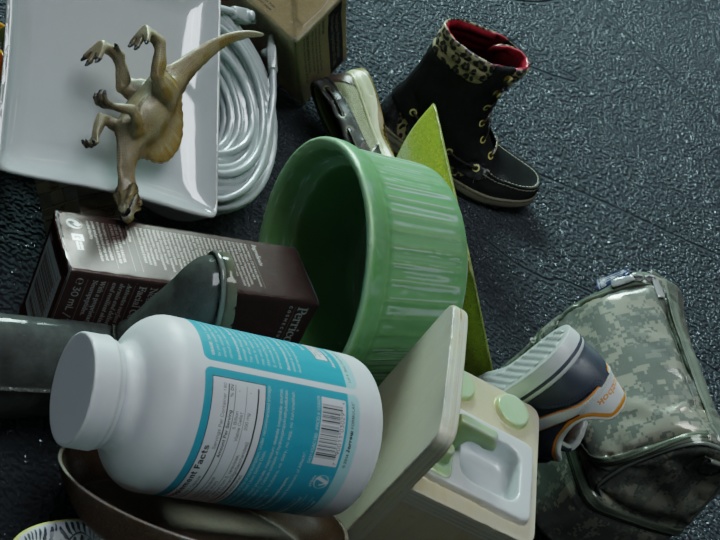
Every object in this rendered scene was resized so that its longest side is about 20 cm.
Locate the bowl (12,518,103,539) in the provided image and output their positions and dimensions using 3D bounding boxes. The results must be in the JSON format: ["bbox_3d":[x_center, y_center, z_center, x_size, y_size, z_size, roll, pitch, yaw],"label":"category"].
[{"bbox_3d":[-0.122,0.230,0.768,0.199,0.095,0.201,18,4,-1],"label":"bowl"}]

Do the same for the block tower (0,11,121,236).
[{"bbox_3d":[-0.221,-0.095,1.003,0.058,0.054,0.202,-17,95,-48],"label":"block tower"}]

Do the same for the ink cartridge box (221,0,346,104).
[{"bbox_3d":[-0.105,-0.276,1.259,0.200,0.165,0.075,43,81,8],"label":"ink cartridge box"}]

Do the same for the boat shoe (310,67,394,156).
[{"bbox_3d":[-0.003,-0.102,1.250,0.064,0.073,0.202,-10,62,-12],"label":"boat shoe"}]

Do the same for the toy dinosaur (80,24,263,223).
[{"bbox_3d":[-0.156,-0.133,0.974,0.101,0.058,0.201,54,54,-44],"label":"toy dinosaur"}]

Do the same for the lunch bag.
[{"bbox_3d":[0.222,0.118,1.095,0.139,0.168,0.201,25,38,-31],"label":"lunch bag"}]

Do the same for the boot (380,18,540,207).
[{"bbox_3d":[0.125,-0.158,1.327,0.199,0.151,0.074,27,39,-11],"label":"boot"}]

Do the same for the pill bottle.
[{"bbox_3d":[-0.092,0.091,0.829,0.198,0.111,0.112,15,42,-32],"label":"pill bottle"}]

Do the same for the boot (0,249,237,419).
[{"bbox_3d":[-0.200,0.043,0.867,0.198,0.183,0.073,16,30,-30],"label":"boot"}]

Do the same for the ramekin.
[{"bbox_3d":[0.000,0.000,1.030,0.097,0.201,0.201,6,47,-28],"label":"ramekin"}]

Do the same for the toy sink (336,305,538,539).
[{"bbox_3d":[0.056,0.147,0.927,0.111,0.200,0.131,27,38,-14],"label":"toy sink"}]

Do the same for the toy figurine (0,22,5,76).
[{"bbox_3d":[-0.285,-0.173,1.069,0.183,0.150,0.202,8,61,-44],"label":"toy figurine"}]

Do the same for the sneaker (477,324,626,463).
[{"bbox_3d":[0.125,0.118,1.022,0.079,0.200,0.079,42,53,-7],"label":"sneaker"}]

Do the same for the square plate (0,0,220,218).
[{"bbox_3d":[-0.189,-0.151,0.988,0.199,0.028,0.200,12,72,-45],"label":"square plate"}]

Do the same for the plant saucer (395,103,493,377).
[{"bbox_3d":[0.073,-0.007,1.145,0.047,0.201,0.201,-12,48,4],"label":"plant saucer"}]

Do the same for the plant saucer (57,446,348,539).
[{"bbox_3d":[-0.106,0.161,0.856,0.198,0.035,0.200,17,4,-1],"label":"plant saucer"}]

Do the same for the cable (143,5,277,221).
[{"bbox_3d":[-0.151,-0.143,1.112,0.199,0.069,0.202,16,65,-50],"label":"cable"}]

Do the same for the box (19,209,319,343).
[{"bbox_3d":[-0.143,0.028,0.973,0.198,0.101,0.075,7,36,-31],"label":"box"}]
